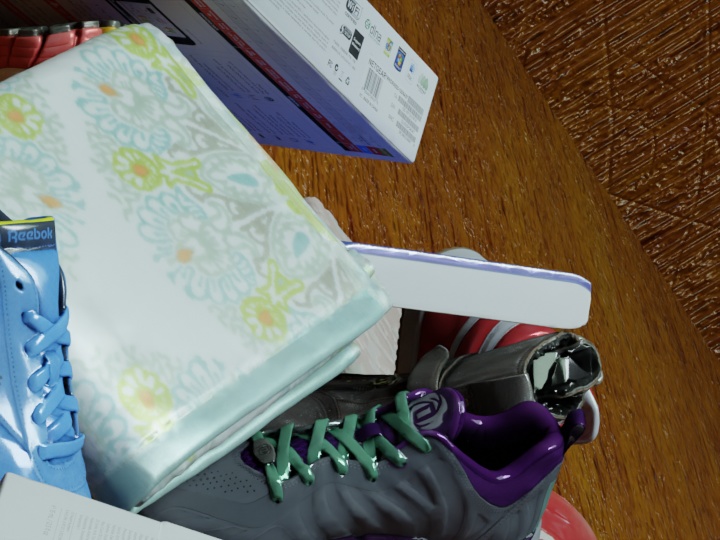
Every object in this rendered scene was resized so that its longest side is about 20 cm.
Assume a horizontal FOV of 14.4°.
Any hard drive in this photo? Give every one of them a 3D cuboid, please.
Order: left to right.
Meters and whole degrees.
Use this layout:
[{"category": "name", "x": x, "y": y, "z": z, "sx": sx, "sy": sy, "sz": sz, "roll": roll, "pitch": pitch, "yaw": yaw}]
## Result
[{"category": "hard drive", "x": 0.000, "y": 0.000, "z": 1.334, "sx": 0.131, "sy": 0.026, "sz": 0.200, "roll": 8, "pitch": 1, "yaw": -28}]

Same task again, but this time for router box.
[{"category": "router box", "x": -0.084, "y": -0.119, "z": 1.351, "sx": 0.200, "sy": 0.179, "sz": 0.049, "roll": 41, "pitch": 62, "yaw": -58}]

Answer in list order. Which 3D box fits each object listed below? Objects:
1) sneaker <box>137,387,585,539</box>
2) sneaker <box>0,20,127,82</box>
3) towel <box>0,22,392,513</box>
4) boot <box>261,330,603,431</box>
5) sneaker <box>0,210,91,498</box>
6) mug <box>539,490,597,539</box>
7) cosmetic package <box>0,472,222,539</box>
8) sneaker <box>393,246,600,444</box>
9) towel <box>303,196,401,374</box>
[{"category": "sneaker", "x": -0.007, "y": 0.075, "z": 1.171, "sx": 0.199, "sy": 0.088, "sz": 0.075, "roll": 5, "pitch": 38, "yaw": -28}, {"category": "sneaker", "x": -0.123, "y": -0.058, "z": 1.306, "sx": 0.200, "sy": 0.077, "sz": 0.083, "roll": 26, "pitch": 61, "yaw": -77}, {"category": "towel", "x": -0.092, "y": -0.005, "z": 1.136, "sx": 0.171, "sy": 0.048, "sz": 0.200, "roll": 48, "pitch": 36, "yaw": 6}, {"category": "boot", "x": 0.030, "y": 0.066, "z": 1.317, "sx": 0.200, "sy": 0.173, "sz": 0.070, "roll": -25, "pitch": 99, "yaw": -75}, {"category": "sneaker", "x": -0.129, "y": 0.032, "z": 1.006, "sx": 0.201, "sy": 0.078, "sz": 0.066, "roll": 62, "pitch": 10, "yaw": 5}, {"category": "mug", "x": 0.030, "y": 0.197, "z": 1.223, "sx": 0.200, "sy": 0.176, "sz": 0.134, "roll": -96, "pitch": -164, "yaw": -55}, {"category": "cosmetic package", "x": -0.059, "y": 0.145, "z": 0.886, "sx": 0.150, "sy": 0.052, "sz": 0.200, "roll": 16, "pitch": 20, "yaw": -4}, {"category": "sneaker", "x": 0.063, "y": 0.100, "z": 1.430, "sx": 0.112, "sy": 0.071, "sz": 0.201, "roll": 40, "pitch": -45, "yaw": 54}, {"category": "towel", "x": 0.022, "y": 0.075, "z": 1.639, "sx": 0.200, "sy": 0.032, "sz": 0.191, "roll": 53, "pitch": 12, "yaw": -31}]
